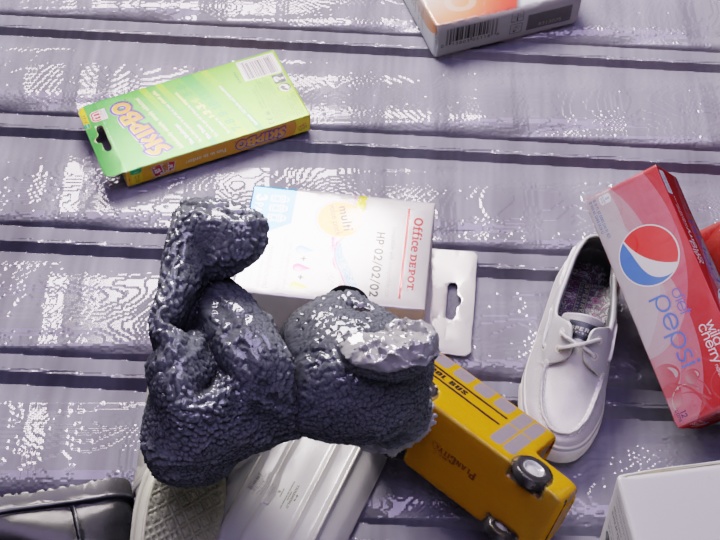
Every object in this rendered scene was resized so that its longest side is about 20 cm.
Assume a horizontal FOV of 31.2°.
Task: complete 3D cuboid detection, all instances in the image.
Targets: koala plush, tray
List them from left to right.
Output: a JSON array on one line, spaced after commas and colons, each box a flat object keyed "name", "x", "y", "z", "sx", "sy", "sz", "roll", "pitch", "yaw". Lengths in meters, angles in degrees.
[{"name": "tray", "x": -0.055, "y": 0.174, "z": 0.985, "sx": 0.107, "sy": 0.022, "sz": 0.200, "roll": 20, "pitch": 56, "yaw": 14}, {"name": "koala plush", "x": -0.041, "y": 0.071, "z": 0.897, "sx": 0.199, "sy": 0.178, "sz": 0.185, "roll": 7, "pitch": 58, "yaw": 2}]

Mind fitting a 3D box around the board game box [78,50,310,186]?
[{"name": "board game box", "x": -0.156, "y": -0.142, "z": 1.211, "sx": 0.199, "sy": 0.030, "sz": 0.096, "roll": -17, "pitch": 56, "yaw": -17}]

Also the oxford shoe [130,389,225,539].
[{"name": "oxford shoe", "x": -0.141, "y": 0.150, "z": 0.971, "sx": 0.058, "sy": 0.075, "sz": 0.201, "roll": -25, "pitch": 42, "yaw": 31}]

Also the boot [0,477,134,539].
[{"name": "boot", "x": -0.221, "y": 0.256, "z": 0.901, "sx": 0.164, "sy": 0.066, "sz": 0.201, "roll": -13, "pitch": 60, "yaw": -9}]

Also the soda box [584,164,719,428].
[{"name": "soda box", "x": 0.252, "y": 0.022, "z": 1.030, "sx": 0.070, "sy": 0.063, "sz": 0.201, "roll": -27, "pitch": 71, "yaw": 23}]

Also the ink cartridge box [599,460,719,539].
[{"name": "ink cartridge box", "x": 0.209, "y": 0.236, "z": 0.838, "sx": 0.084, "sy": 0.200, "sz": 0.147, "roll": -7, "pitch": 54, "yaw": -3}]

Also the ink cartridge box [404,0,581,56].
[{"name": "ink cartridge box", "x": 0.116, "y": -0.320, "z": 1.333, "sx": 0.161, "sy": 0.050, "sz": 0.201, "roll": -15, "pitch": 59, "yaw": -13}]

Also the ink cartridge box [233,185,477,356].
[{"name": "ink cartridge box", "x": 0.000, "y": 0.000, "z": 1.085, "sx": 0.199, "sy": 0.068, "sz": 0.116, "roll": 6, "pitch": 54, "yaw": 2}]

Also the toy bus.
[{"name": "toy bus", "x": 0.077, "y": 0.126, "z": 0.986, "sx": 0.200, "sy": 0.065, "sz": 0.078, "roll": 35, "pitch": 31, "yaw": 22}]

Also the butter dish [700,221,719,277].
[{"name": "butter dish", "x": 0.376, "y": -0.006, "z": 1.050, "sx": 0.199, "sy": 0.148, "sz": 0.200, "roll": -23, "pitch": 58, "yaw": -16}]

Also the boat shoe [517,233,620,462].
[{"name": "boat shoe", "x": 0.177, "y": 0.057, "z": 1.047, "sx": 0.072, "sy": 0.069, "sz": 0.201, "roll": 17, "pitch": 55, "yaw": 11}]
